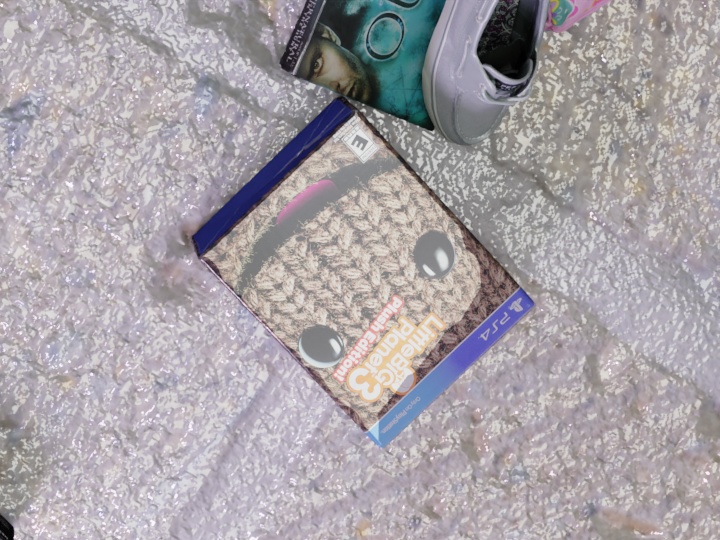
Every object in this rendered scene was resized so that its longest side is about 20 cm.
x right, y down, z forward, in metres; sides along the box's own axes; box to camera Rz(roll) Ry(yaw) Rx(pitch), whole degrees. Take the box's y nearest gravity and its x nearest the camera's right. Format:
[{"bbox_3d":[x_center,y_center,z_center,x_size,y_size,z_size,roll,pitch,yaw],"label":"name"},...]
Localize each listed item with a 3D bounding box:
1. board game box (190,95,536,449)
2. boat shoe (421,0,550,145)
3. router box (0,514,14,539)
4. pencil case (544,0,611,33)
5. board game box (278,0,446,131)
[{"bbox_3d":[0.000,0.000,1.585,0.159,0.097,0.200,-44,103,2],"label":"board game box"},{"bbox_3d":[0.093,-0.156,1.526,0.070,0.072,0.201,-10,138,-19],"label":"boat shoe"},{"bbox_3d":[-0.378,0.181,1.588,0.149,0.051,0.200,-43,104,3],"label":"router box"},{"bbox_3d":[0.203,-0.243,1.566,0.199,0.087,0.088,-22,103,-11],"label":"pencil case"},{"bbox_3d":[0.036,-0.216,1.561,0.135,0.028,0.201,18,99,-34],"label":"board game box"}]
